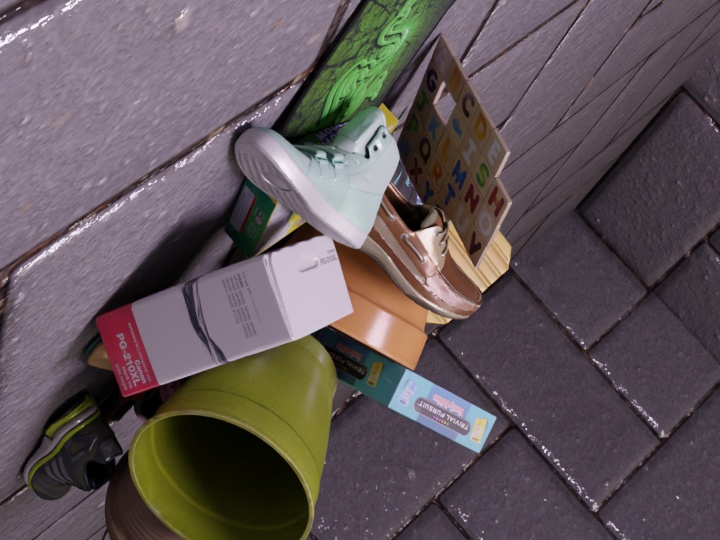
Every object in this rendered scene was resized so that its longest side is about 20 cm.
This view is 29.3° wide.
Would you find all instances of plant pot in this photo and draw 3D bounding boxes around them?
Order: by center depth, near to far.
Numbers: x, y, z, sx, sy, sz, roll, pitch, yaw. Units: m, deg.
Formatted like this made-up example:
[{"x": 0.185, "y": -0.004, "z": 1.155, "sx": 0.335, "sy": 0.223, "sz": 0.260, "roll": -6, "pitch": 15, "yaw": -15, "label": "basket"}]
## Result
[{"x": -0.112, "y": 0.161, "z": 1.436, "sx": 0.201, "sy": 0.199, "sz": 0.194, "roll": -50, "pitch": -172, "yaw": 40, "label": "plant pot"}, {"x": 0.000, "y": 0.000, "z": 1.493, "sx": 0.141, "sy": 0.198, "sz": 0.200, "roll": -63, "pitch": 172, "yaw": -3, "label": "plant pot"}, {"x": -0.181, "y": 0.245, "z": 1.520, "sx": 0.200, "sy": 0.200, "sz": 0.093, "roll": -36, "pitch": 159, "yaw": -34, "label": "plant pot"}]

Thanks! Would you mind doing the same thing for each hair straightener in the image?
[{"x": -0.259, "y": 0.143, "z": 1.581, "sx": 0.200, "sy": 0.041, "sz": 0.077, "roll": -47, "pitch": 170, "yaw": 23, "label": "hair straightener"}]

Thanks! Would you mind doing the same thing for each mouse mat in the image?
[{"x": 0.014, "y": -0.196, "z": 1.241, "sx": 0.160, "sy": 0.008, "sz": 0.200, "roll": -24, "pitch": 159, "yaw": -49, "label": "mouse mat"}]

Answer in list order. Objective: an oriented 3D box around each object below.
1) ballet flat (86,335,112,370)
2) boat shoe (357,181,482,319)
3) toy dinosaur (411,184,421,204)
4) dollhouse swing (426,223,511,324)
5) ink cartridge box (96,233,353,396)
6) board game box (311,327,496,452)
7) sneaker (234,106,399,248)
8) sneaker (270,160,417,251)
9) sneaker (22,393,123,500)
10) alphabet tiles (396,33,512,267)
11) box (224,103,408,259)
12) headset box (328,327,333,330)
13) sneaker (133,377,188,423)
[{"x": -0.203, "y": 0.073, "z": 1.426, "sx": 0.069, "sy": 0.063, "sz": 0.199, "roll": -48, "pitch": 170, "yaw": 29, "label": "ballet flat"}, {"x": 0.054, "y": -0.029, "z": 1.370, "sx": 0.074, "sy": 0.199, "sz": 0.076, "roll": -41, "pitch": -155, "yaw": 24, "label": "boat shoe"}, {"x": 0.063, "y": -0.062, "z": 1.725, "sx": 0.179, "sy": 0.203, "sz": 0.105, "roll": -9, "pitch": -177, "yaw": -8, "label": "toy dinosaur"}, {"x": 0.114, "y": -0.048, "z": 1.892, "sx": 0.199, "sy": 0.176, "sz": 0.182, "roll": -39, "pitch": 171, "yaw": -12, "label": "dollhouse swing"}, {"x": -0.126, "y": 0.041, "z": 1.312, "sx": 0.198, "sy": 0.085, "sz": 0.144, "roll": -19, "pitch": -178, "yaw": 25, "label": "ink cartridge box"}, {"x": 0.034, "y": 0.128, "z": 1.541, "sx": 0.199, "sy": 0.150, "sz": 0.047, "roll": 24, "pitch": -95, "yaw": 53, "label": "board game box"}, {"x": -0.035, "y": -0.112, "z": 1.246, "sx": 0.200, "sy": 0.073, "sz": 0.119, "roll": 38, "pitch": 76, "yaw": -55, "label": "sneaker"}, {"x": -0.027, "y": -0.066, "z": 1.592, "sx": 0.199, "sy": 0.075, "sz": 0.080, "roll": -34, "pitch": 140, "yaw": -14, "label": "sneaker"}, {"x": -0.319, "y": 0.218, "z": 1.534, "sx": 0.074, "sy": 0.081, "sz": 0.200, "roll": -35, "pitch": 169, "yaw": -35, "label": "sneaker"}, {"x": 0.096, "y": -0.111, "z": 1.413, "sx": 0.007, "sy": 0.202, "sz": 0.168, "roll": -7, "pitch": 144, "yaw": -25, "label": "alphabet tiles"}, {"x": -0.040, "y": -0.102, "z": 1.379, "sx": 0.199, "sy": 0.048, "sz": 0.118, "roll": -35, "pitch": 168, "yaw": -32, "label": "box"}, {"x": -0.103, "y": 0.104, "z": 1.687, "sx": 0.198, "sy": 0.078, "sz": 0.148, "roll": -11, "pitch": -168, "yaw": 37, "label": "headset box"}, {"x": -0.184, "y": 0.139, "z": 1.589, "sx": 0.081, "sy": 0.071, "sz": 0.199, "roll": 16, "pitch": 141, "yaw": -40, "label": "sneaker"}]
